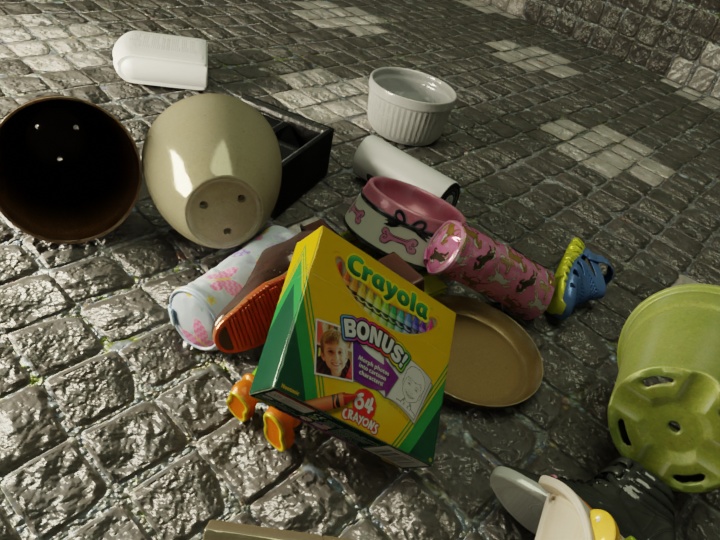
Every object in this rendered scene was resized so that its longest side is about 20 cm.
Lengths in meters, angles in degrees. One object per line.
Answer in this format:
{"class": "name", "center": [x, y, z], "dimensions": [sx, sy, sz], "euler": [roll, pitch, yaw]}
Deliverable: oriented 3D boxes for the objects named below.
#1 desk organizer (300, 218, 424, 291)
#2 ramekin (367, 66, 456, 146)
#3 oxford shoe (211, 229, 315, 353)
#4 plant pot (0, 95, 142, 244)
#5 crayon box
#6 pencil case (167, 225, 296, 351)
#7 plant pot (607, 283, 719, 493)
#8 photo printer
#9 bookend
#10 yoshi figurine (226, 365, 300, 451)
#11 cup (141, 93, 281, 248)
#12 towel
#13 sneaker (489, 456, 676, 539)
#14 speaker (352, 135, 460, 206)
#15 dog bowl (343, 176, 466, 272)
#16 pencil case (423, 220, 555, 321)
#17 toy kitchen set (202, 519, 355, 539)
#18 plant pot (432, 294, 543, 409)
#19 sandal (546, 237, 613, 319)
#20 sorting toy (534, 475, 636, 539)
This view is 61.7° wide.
{"class": "desk organizer", "center": [0.000, 0.000, 0.815], "dimensions": [0.076, 0.073, 0.200], "euler": [-25, 44, -21]}
{"class": "ramekin", "center": [0.105, -0.361, 1.335], "dimensions": [0.194, 0.107, 0.202], "euler": [10, 35, -7]}
{"class": "oxford shoe", "center": [-0.104, 0.020, 0.706], "dimensions": [0.071, 0.073, 0.199], "euler": [22, 46, 34]}
{"class": "plant pot", "center": [-0.420, -0.163, 0.847], "dimensions": [0.183, 0.192, 0.199], "euler": [-8, 27, -28]}
{"class": "crayon box", "center": [0.003, 0.083, 0.624], "dimensions": [0.198, 0.058, 0.176], "euler": [32, 57, -26]}
{"class": "pencil case", "center": [-0.148, 0.016, 0.762], "dimensions": [0.089, 0.085, 0.200], "euler": [24, 37, 17]}
{"class": "plant pot", "center": [0.361, 0.137, 0.661], "dimensions": [0.199, 0.204, 0.182], "euler": [34, 32, 26]}
{"class": "photo printer", "center": [-0.429, -0.456, 1.301], "dimensions": [0.194, 0.071, 0.168], "euler": [1, 38, -17]}
{"class": "bookend", "center": [-0.176, -0.205, 1.037], "dimensions": [0.196, 0.094, 0.199], "euler": [23, 37, 14]}
{"class": "yoshi figurine", "center": [-0.057, 0.107, 0.690], "dimensions": [0.110, 0.114, 0.200], "euler": [-8, 30, 48]}
{"class": "cup", "center": [-0.190, -0.111, 0.807], "dimensions": [0.195, 0.205, 0.144], "euler": [-1, 34, -20]}
{"class": "towel", "center": [0.034, -0.009, 0.897], "dimensions": [0.085, 0.018, 0.199], "euler": [-20, 41, -30]}
{"class": "sneaker", "center": [0.228, 0.226, 0.610], "dimensions": [0.196, 0.071, 0.100], "euler": [27, 54, 6]}
{"class": "speaker", "center": [0.080, -0.167, 1.090], "dimensions": [0.198, 0.083, 0.080], "euler": [35, 40, 26]}
{"class": "dog bowl", "center": [0.076, -0.077, 0.930], "dimensions": [0.195, 0.075, 0.201], "euler": [20, 21, -8]}
{"class": "pencil case", "center": [0.182, 0.001, 0.849], "dimensions": [0.197, 0.088, 0.083], "euler": [26, 13, -27]}
{"class": "toy kitchen set", "center": [-0.039, 0.282, 0.394], "dimensions": [0.175, 0.200, 0.168], "euler": [10, 77, -5]}
{"class": "plant pot", "center": [0.142, 0.107, 0.793], "dimensions": [0.194, 0.028, 0.202], "euler": [10, 37, -7]}
{"class": "sandal", "center": [0.347, 0.016, 0.947], "dimensions": [0.086, 0.081, 0.200], "euler": [30, 40, 15]}
{"class": "sorting toy", "center": [0.209, 0.300, 0.477], "dimensions": [0.178, 0.107, 0.202], "euler": [36, 58, -10]}
